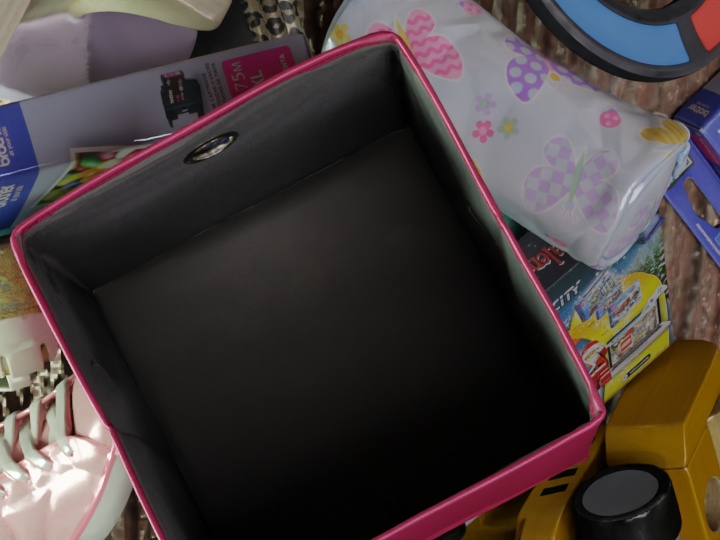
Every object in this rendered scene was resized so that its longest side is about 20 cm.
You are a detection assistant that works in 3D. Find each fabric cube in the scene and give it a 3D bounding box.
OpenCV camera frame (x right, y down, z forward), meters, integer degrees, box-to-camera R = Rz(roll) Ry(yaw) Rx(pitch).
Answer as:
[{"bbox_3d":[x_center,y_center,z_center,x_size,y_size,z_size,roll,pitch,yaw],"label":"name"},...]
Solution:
[{"bbox_3d":[-0.018,0.035,1.165,0.196,0.199,0.201,-28,81,0],"label":"fabric cube"}]

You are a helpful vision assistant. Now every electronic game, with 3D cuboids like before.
[{"bbox_3d":[0.141,-0.199,1.372,0.199,0.042,0.201,13,69,-36],"label":"electronic game"}]

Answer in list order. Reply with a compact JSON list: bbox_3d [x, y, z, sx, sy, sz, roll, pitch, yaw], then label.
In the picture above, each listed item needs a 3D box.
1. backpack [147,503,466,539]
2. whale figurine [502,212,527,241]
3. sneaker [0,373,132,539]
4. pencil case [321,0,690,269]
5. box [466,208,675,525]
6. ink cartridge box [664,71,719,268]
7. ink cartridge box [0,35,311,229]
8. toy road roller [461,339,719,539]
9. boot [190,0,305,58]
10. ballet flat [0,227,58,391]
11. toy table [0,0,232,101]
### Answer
[{"bbox_3d":[-0.026,0.199,1.335,0.166,0.127,0.201,11,115,9],"label":"backpack"},{"bbox_3d":[0.000,0.000,1.388,0.199,0.104,0.160,-27,116,-11],"label":"whale figurine"},{"bbox_3d":[-0.183,0.107,1.331,0.104,0.076,0.200,17,130,-20],"label":"sneaker"},{"bbox_3d":[0.074,-0.085,1.325,0.200,0.083,0.091,33,86,13],"label":"pencil case"},{"bbox_3d":[0.087,0.050,1.389,0.200,0.038,0.137,-39,145,-19],"label":"box"},{"bbox_3d":[0.271,-0.093,1.513,0.200,0.042,0.119,-42,118,-4],"label":"ink cartridge box"},{"bbox_3d":[-0.128,-0.059,1.215,0.199,0.119,0.042,-13,81,-19],"label":"ink cartridge box"},{"bbox_3d":[0.141,0.138,1.460,0.200,0.145,0.123,-52,132,-48],"label":"toy road roller"},{"bbox_3d":[-0.093,-0.062,1.339,0.153,0.073,0.204,-18,105,-16],"label":"boot"},{"bbox_3d":[-0.177,0.026,1.266,0.070,0.200,0.071,2,80,-13],"label":"ballet flat"},{"bbox_3d":[-0.161,-0.159,1.223,0.199,0.117,0.185,17,75,-15],"label":"toy table"}]
